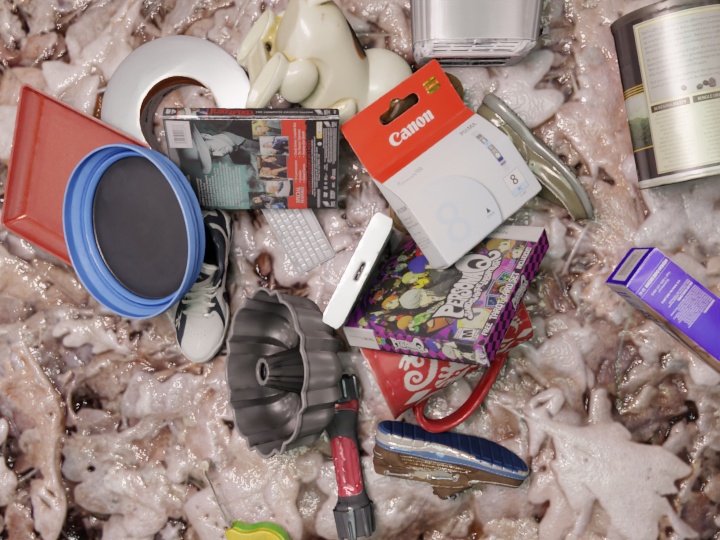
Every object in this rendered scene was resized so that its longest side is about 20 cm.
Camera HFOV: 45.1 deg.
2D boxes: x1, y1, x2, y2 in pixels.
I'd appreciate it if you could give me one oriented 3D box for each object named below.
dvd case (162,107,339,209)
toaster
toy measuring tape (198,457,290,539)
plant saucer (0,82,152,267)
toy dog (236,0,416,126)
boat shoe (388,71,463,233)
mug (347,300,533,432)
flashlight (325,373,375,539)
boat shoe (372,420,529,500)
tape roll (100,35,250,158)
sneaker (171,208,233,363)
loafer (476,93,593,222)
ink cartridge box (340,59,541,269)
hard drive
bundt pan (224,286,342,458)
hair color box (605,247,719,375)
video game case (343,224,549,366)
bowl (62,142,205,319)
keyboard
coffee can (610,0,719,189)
[{"bbox_3d":[-0.123,-0.128,1.014,0.197,0.147,0.022,-2,50,-3],"label":"dvd case"},{"bbox_3d":[0.132,-0.320,1.056,0.197,0.114,0.131,0,94,-1],"label":"toaster"},{"bbox_3d":[-0.137,0.323,1.107,0.073,0.074,0.202,-23,91,3],"label":"toy measuring tape"},{"bbox_3d":[-0.348,-0.105,1.081,0.198,0.037,0.202,26,116,13],"label":"plant saucer"},{"bbox_3d":[-0.025,-0.244,1.047,0.198,0.140,0.195,21,118,-34],"label":"toy dog"},{"bbox_3d":[0.082,-0.143,1.086,0.073,0.066,0.203,18,88,-6],"label":"boat shoe"},{"bbox_3d":[0.105,0.090,1.079,0.198,0.178,0.134,-27,48,-1],"label":"mug"},{"bbox_3d":[-0.021,0.235,1.096,0.067,0.068,0.203,-7,86,-31],"label":"flashlight"},{"bbox_3d":[0.111,0.247,1.098,0.197,0.072,0.073,14,104,5],"label":"boat shoe"},{"bbox_3d":[-0.222,-0.189,1.100,0.197,0.066,0.204,0,91,2],"label":"tape roll"},{"bbox_3d":[-0.203,0.018,1.071,0.078,0.130,0.202,13,92,4],"label":"sneaker"},{"bbox_3d":[0.210,-0.129,1.084,0.070,0.075,0.200,-44,84,15],"label":"loafer"},{"bbox_3d":[0.095,-0.128,1.002,0.160,0.047,0.201,-37,97,-20],"label":"ink cartridge box"},{"bbox_3d":[0.000,0.000,1.024,0.026,0.200,0.133,27,91,2],"label":"hard drive"},{"bbox_3d":[-0.089,0.121,1.054,0.075,0.201,0.205,1,92,-36],"label":"bundt pan"},{"bbox_3d":[0.403,0.057,1.054,0.199,0.109,0.065,37,93,2],"label":"hair color box"},{"bbox_3d":[0.101,0.019,1.002,0.179,0.201,0.036,5,134,34],"label":"video game case"},{"bbox_3d":[-0.262,-0.046,1.007,0.198,0.039,0.204,8,105,29],"label":"bowl"},{"bbox_3d":[-0.099,-0.088,1.084,0.056,0.011,0.202,-25,115,5],"label":"keyboard"},{"bbox_3d":[0.387,-0.209,1.029,0.144,0.146,0.203,-10,91,3],"label":"coffee can"}]
